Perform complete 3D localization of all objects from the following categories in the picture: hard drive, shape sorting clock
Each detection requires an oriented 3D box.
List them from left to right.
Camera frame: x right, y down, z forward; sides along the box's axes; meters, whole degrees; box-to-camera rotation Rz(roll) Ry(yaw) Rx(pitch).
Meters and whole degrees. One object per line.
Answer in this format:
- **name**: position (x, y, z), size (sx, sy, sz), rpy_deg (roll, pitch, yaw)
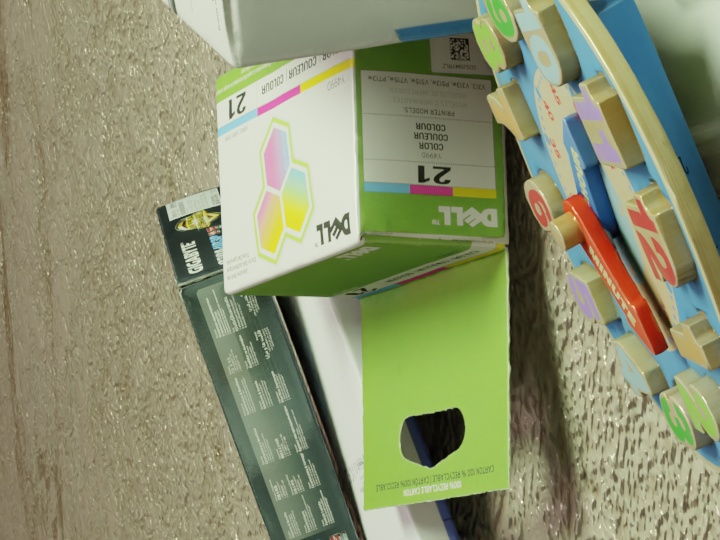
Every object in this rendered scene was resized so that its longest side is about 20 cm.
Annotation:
- **hard drive**: position (-0.004, 0.056, 1.141), size (0.132, 0.025, 0.201), rpy_deg (127, 123, -76)
- **shape sorting clock**: position (0.083, -0.021, 0.778), size (0.201, 0.039, 0.200), rpy_deg (61, 170, 19)

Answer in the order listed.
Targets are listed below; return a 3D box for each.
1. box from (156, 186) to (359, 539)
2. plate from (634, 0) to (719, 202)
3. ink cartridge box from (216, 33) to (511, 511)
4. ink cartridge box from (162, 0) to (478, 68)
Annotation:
- **box**: position (-0.052, 0.068, 1.225), size (0.159, 0.046, 0.201), rpy_deg (-119, 9, -71)
- **plate**: position (0.117, -0.115, 0.720), size (0.200, 0.032, 0.201), rpy_deg (162, 98, -74)
- **ink cartridge box**: position (0.000, 0.000, 1.000), size (0.148, 0.075, 0.201), rpy_deg (-20, 70, 62)
- **ink cartridge box**: position (-0.014, -0.155, 0.936), size (0.200, 0.146, 0.086), rpy_deg (-136, 39, -65)
